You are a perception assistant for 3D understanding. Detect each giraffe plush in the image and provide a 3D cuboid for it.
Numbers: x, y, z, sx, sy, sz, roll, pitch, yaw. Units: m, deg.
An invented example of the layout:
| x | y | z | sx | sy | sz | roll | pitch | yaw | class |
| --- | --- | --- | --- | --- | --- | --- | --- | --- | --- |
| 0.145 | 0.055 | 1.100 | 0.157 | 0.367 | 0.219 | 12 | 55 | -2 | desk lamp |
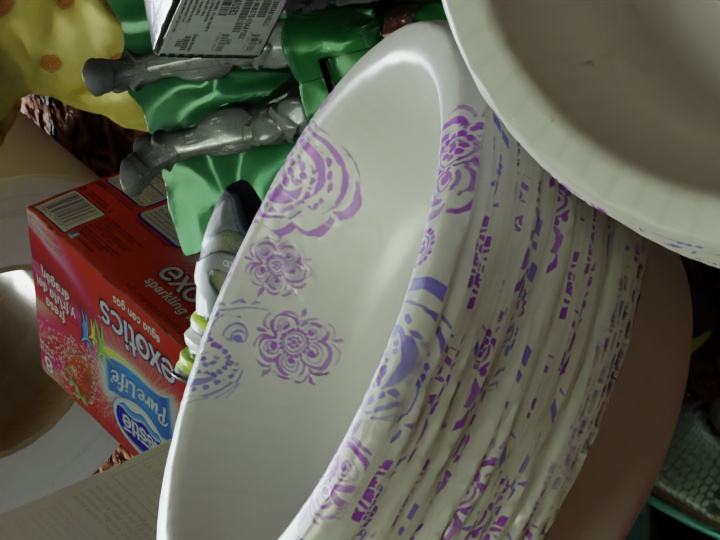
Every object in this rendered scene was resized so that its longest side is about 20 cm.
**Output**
| x | y | z | sx | sy | sz | roll | pitch | yaw | class |
| --- | --- | --- | --- | --- | --- | --- | --- | --- | --- |
| -0.151 | -0.114 | 1.166 | 0.173 | 0.162 | 0.200 | 178 | 79 | -81 | giraffe plush |

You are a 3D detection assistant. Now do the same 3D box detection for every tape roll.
| x | y | z | sx | sy | sz | roll | pitch | yaw | class |
| --- | --- | --- | --- | --- | --- | --- | --- | --- | --- |
| -0.211 | 0.015 | 1.373 | 0.139 | 0.203 | 0.203 | 38 | 140 | 43 | tape roll |

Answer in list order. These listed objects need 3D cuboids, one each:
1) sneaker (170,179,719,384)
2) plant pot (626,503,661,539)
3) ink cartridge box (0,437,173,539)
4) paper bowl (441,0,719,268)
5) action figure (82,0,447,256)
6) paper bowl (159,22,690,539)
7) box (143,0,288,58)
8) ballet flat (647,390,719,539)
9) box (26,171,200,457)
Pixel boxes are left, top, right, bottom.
| x | y | z | sx | sy | sz | roll | pitch | yaw | class |
| --- | --- | --- | --- | --- | --- | --- | --- | --- | --- |
| 0.028 | 0.007 | 0.975 | 0.200 | 0.074 | 0.081 | 1 | 97 | 15 | sneaker |
| 0.033 | 0.149 | 1.073 | 0.200 | 0.200 | 0.134 | 38 | 164 | 43 | plant pot |
| -0.057 | 0.121 | 1.017 | 0.146 | 0.200 | 0.048 | 38 | 140 | 43 | ink cartridge box |
| 0.127 | -0.095 | 0.735 | 0.201 | 0.201 | 0.104 | 58 | -166 | 18 | paper bowl |
| -0.002 | -0.076 | 1.007 | 0.200 | 0.055 | 0.118 | -13 | 109 | 24 | action figure |
| 0.025 | 0.034 | 0.851 | 0.201 | 0.104 | 0.201 | -53 | 24 | 36 | paper bowl |
| -0.043 | -0.202 | 0.923 | 0.200 | 0.047 | 0.193 | 122 | 144 | -56 | box |
| 0.164 | 0.077 | 0.909 | 0.200 | 0.069 | 0.071 | 36 | 121 | 40 | ballet flat |
| -0.054 | 0.036 | 1.217 | 0.200 | 0.100 | 0.096 | 38 | 140 | 43 | box |
